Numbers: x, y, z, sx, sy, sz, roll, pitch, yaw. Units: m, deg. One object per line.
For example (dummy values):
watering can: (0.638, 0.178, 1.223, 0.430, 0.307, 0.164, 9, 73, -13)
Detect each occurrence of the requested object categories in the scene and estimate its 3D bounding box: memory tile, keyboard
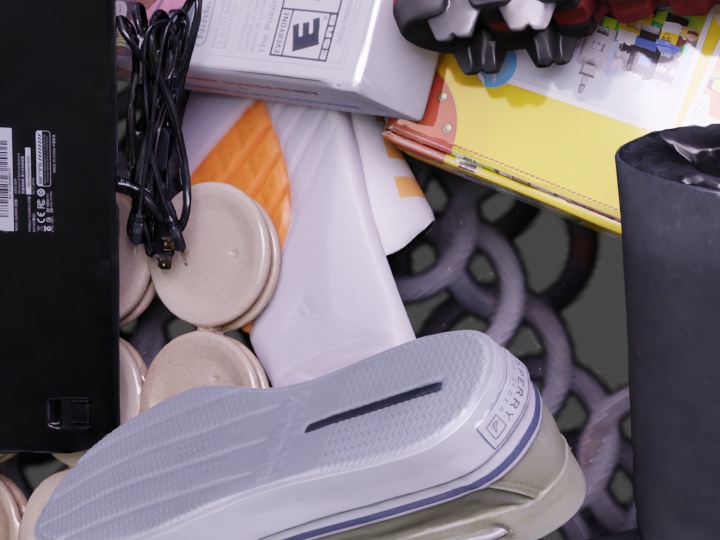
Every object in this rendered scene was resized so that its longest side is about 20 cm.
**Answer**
memory tile: (-0.116, 0.046, 0.740, 0.198, 0.017, 0.155, 1, 87, 29)
keyboard: (-0.104, -0.035, 0.690, 0.103, 0.040, 0.202, 3, 109, 3)

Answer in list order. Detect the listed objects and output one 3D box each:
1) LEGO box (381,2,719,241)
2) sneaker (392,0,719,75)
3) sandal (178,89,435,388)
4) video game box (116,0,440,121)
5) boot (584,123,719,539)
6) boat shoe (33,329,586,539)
LEGO box: (0.129, -0.074, 0.684, 0.199, 0.077, 0.150, 23, 92, 15)
sneaker: (0.106, -0.119, 0.616, 0.198, 0.071, 0.099, -4, 80, 10)
sandal: (-0.006, 0.004, 0.721, 0.079, 0.059, 0.208, -33, 65, 34)
video game box: (-0.034, -0.160, 0.712, 0.181, 0.047, 0.202, 12, 84, 37)
boot: (0.089, 0.052, 0.635, 0.163, 0.066, 0.201, 0, 126, 5)
boat shoe: (-0.022, 0.074, 0.639, 0.199, 0.072, 0.062, -16, 124, 39)
